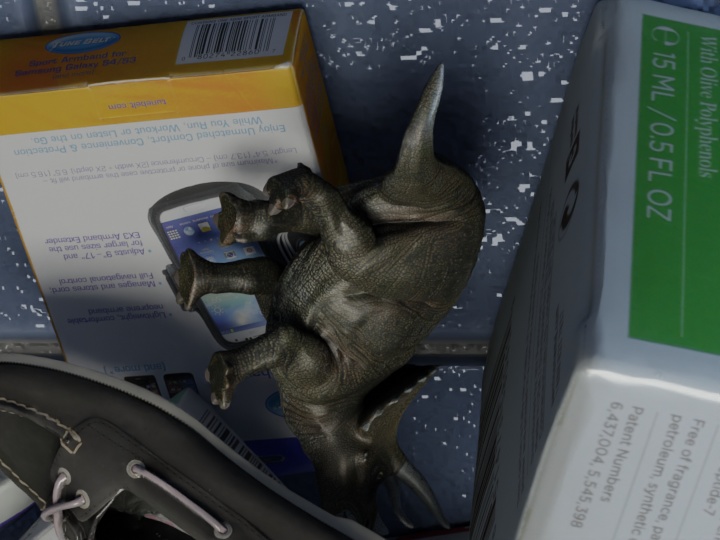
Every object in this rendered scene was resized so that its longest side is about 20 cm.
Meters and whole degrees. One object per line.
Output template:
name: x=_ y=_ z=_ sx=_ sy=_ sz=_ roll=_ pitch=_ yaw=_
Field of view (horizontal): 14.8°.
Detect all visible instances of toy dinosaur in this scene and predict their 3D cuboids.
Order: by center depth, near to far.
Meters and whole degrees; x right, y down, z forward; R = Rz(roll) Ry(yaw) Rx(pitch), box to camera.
toy dinosaur: x=0.000 y=0.000 z=0.972 sx=0.102 sy=0.077 sz=0.200 roll=3 pitch=123 yaw=-29

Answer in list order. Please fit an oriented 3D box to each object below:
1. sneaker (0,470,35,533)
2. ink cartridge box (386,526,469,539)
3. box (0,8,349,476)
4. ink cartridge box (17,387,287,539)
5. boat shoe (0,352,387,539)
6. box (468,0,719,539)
sneaker: x=-0.188 y=0.124 z=1.145 sx=0.200 sy=0.081 sz=0.146 roll=-21 pitch=140 yaw=12
ink cartridge box: x=0.045 y=0.208 z=1.166 sx=0.147 sy=0.083 sz=0.200 roll=-10 pitch=127 yaw=15
box: x=-0.059 y=-0.003 z=1.033 sx=0.119 sy=0.041 sz=0.200 roll=-5 pitch=132 yaw=12
ink cartridge box: x=-0.082 y=0.164 z=1.081 sx=0.161 sy=0.050 sz=0.200 roll=47 pitch=119 yaw=-7
boat shoe: x=-0.062 y=0.094 z=0.976 sx=0.200 sy=0.057 sz=0.067 roll=28 pitch=143 yaw=7
box: x=0.136 y=0.052 z=0.944 sx=0.171 sy=0.199 sz=0.200 roll=12 pitch=131 yaw=-3
